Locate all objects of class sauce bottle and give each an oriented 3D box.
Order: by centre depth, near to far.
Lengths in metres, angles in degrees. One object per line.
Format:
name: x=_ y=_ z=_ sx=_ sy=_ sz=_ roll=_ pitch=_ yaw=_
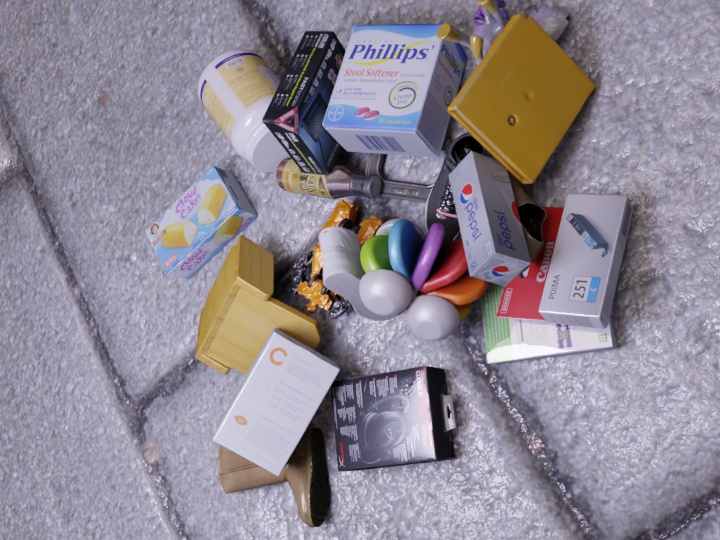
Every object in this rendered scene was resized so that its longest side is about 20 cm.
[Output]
sauce bottle: x=-0.057 y=-0.160 z=1.616 sx=0.200 sy=0.066 sz=0.066 roll=10 pitch=86 yaw=35

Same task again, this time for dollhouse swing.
dollhouse swing: x=-0.175 y=0.081 z=1.630 sx=0.200 sy=0.176 sz=0.182 roll=-60 pitch=21 yaw=31

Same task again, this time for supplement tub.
supplement tub: x=-0.194 y=-0.293 z=1.676 sx=0.145 sy=0.145 sz=0.200 roll=-44 pitch=63 yaw=16

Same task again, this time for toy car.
toy car: x=0.102 y=-0.006 z=1.403 sx=0.150 sy=0.200 sz=0.175 roll=-53 pitch=12 yaw=46

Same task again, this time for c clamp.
c clamp: x=0.080 y=-0.204 z=1.571 sx=0.200 sy=0.027 sz=0.171 roll=18 pitch=91 yaw=30

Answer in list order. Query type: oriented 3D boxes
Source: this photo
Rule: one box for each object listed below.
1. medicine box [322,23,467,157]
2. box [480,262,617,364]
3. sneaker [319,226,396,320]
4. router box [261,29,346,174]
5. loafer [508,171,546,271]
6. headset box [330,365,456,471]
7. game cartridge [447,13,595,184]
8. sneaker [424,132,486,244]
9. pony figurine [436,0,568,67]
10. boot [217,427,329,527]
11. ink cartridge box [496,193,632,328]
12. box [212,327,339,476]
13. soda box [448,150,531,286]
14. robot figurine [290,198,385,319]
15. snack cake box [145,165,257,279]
medicine box: x=0.059 y=-0.304 z=1.541 sx=0.182 sy=0.103 sz=0.200 roll=8 pitch=74 yaw=30
box: x=0.284 y=0.061 z=1.403 sx=0.200 sy=0.036 sz=0.145 roll=-10 pitch=75 yaw=27
sneaker: x=0.000 y=0.000 z=1.497 sx=0.074 sy=0.200 sz=0.116 roll=-23 pitch=55 yaw=19
router box: x=-0.074 y=-0.287 z=1.569 sx=0.062 sy=0.150 sz=0.200 roll=10 pitch=66 yaw=31
loafer: x=0.248 y=-0.091 z=1.402 sx=0.067 sy=0.076 sz=0.200 roll=-37 pitch=45 yaw=40
headset box: x=0.058 y=0.240 z=1.475 sx=0.200 sy=0.077 sz=0.149 roll=-14 pitch=75 yaw=26
game cartridge: x=0.246 y=-0.261 z=1.383 sx=0.200 sy=0.176 sz=0.032 roll=-55 pitch=21 yaw=-16
sneaker: x=0.150 y=-0.135 z=1.470 sx=0.071 sy=0.099 sz=0.200 roll=17 pitch=89 yaw=4
pony figurine: x=0.216 y=-0.376 z=1.452 sx=0.166 sy=0.200 sz=0.193 roll=15 pitch=73 yaw=38
boot: x=-0.153 y=0.365 z=1.584 sx=0.200 sy=0.066 sz=0.175 roll=-15 pitch=62 yaw=26
ink cartridge box: x=0.298 y=-0.019 z=1.364 sx=0.176 sy=0.045 sz=0.200 roll=4 pitch=65 yaw=34
box: x=-0.138 y=0.212 z=1.503 sx=0.124 sy=0.097 sz=0.200 roll=31 pitch=88 yaw=-6
soda box: x=0.189 y=-0.079 z=1.348 sx=0.063 sy=0.068 sz=0.200 roll=-49 pitch=36 yaw=42
robot figurine: x=-0.037 y=-0.014 z=1.586 sx=0.145 sy=0.058 sz=0.200 roll=32 pitch=96 yaw=31
snack cake box: x=-0.306 y=-0.090 z=1.750 sx=0.200 sy=0.067 sz=0.115 roll=-41 pitch=65 yaw=17
